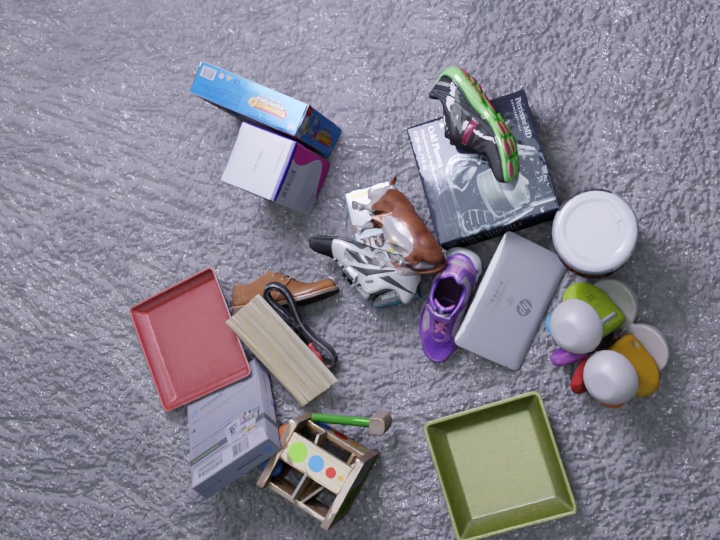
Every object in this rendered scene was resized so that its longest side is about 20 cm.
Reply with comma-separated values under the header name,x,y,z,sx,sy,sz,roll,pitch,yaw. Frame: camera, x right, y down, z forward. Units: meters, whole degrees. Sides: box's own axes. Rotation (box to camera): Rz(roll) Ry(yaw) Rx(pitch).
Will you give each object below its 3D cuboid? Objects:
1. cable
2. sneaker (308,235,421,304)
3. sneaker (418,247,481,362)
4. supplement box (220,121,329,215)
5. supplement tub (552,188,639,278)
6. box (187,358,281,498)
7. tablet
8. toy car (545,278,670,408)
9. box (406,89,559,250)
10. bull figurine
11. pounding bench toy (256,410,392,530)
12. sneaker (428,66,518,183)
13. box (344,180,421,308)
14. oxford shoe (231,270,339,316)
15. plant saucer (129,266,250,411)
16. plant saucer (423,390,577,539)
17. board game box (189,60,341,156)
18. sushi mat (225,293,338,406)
name,x,y,z,sx,sy,sz,roll,pitch,yaw
cable,-0.102,0.111,1.474,0.097,0.050,0.201,-7,120,19
sneaker,0.000,0.000,1.431,0.199,0.074,0.089,18,89,14
sneaker,0.135,0.065,1.417,0.080,0.089,0.201,17,116,10
supplement box,-0.136,-0.164,1.461,0.103,0.200,0.102,22,92,15
supplement tub,0.354,-0.051,1.334,0.122,0.200,0.123,-1,86,14
box,-0.216,0.260,1.474,0.156,0.041,0.200,-34,36,10
tablet,0.244,0.051,1.418,0.130,0.014,0.201,24,94,-20
toy car,0.363,0.120,1.361,0.201,0.175,0.150,57,136,10
box,0.200,-0.155,1.419,0.196,0.124,0.201,-17,83,11
bull figurine,0.053,-0.070,1.386,0.200,0.121,0.065,52,139,30
pounding bench toy,-0.057,0.290,1.455,0.156,0.124,0.201,30,94,14
sneaker,0.173,-0.213,1.338,0.084,0.077,0.201,-36,75,26
box,0.039,-0.042,1.488,0.082,0.049,0.201,-15,84,12
oxford shoe,-0.134,0.031,1.518,0.199,0.071,0.072,-9,80,14
plant saucer,-0.295,0.121,1.554,0.199,0.037,0.201,-25,82,23
plant saucer,0.224,0.315,1.424,0.199,0.048,0.201,-18,83,12
board game box,-0.153,-0.266,1.472,0.199,0.196,0.056,24,93,14
sushi mat,-0.132,0.136,1.474,0.200,0.012,0.096,48,120,-4
